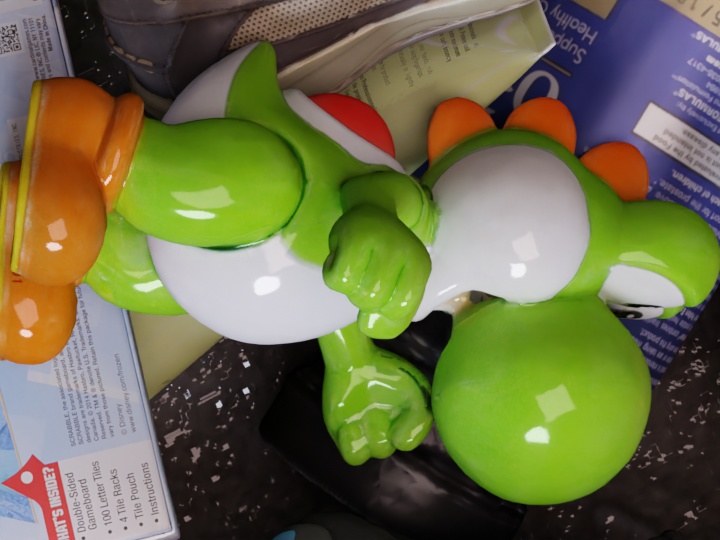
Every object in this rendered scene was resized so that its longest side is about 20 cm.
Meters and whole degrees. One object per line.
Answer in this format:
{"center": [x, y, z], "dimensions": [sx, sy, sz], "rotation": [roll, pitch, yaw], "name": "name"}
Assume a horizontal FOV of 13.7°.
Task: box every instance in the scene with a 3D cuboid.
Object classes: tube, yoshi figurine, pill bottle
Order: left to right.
{"center": [-0.023, -0.025, 0.893], "dimensions": [0.200, 0.052, 0.058], "rotation": [-40, 75, 18], "name": "tube"}
{"center": [0.001, 0.013, 0.811], "dimensions": [0.199, 0.113, 0.113], "rotation": [6, 114, -12], "name": "yoshi figurine"}
{"center": [0.056, -0.013, 0.916], "dimensions": [0.112, 0.112, 0.201], "rotation": [31, 93, -17], "name": "pill bottle"}

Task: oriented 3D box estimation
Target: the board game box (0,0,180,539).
{"center": [-0.169, 0.003, 0.863], "dimensions": [0.198, 0.041, 0.201], "rotation": [-12, 83, -4], "name": "board game box"}

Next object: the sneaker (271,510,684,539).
{"center": [0.060, 0.111, 0.885], "dimensions": [0.199, 0.073, 0.082], "rotation": [28, 64, -21], "name": "sneaker"}

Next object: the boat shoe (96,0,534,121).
{"center": [0.013, -0.110, 0.843], "dimensions": [0.200, 0.075, 0.073], "rotation": [-33, 137, 2], "name": "boat shoe"}
